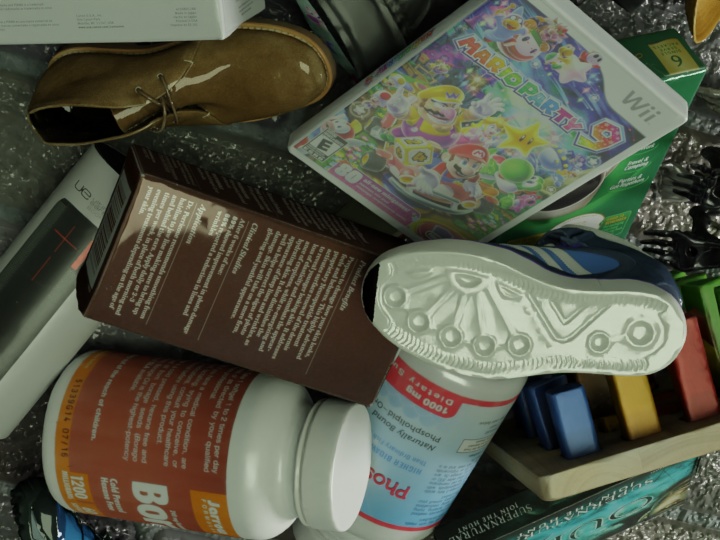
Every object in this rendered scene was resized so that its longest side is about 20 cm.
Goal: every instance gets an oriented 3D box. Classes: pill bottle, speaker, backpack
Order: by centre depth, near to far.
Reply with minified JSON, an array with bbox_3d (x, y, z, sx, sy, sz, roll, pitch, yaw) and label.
[{"bbox_3d":[0.025,-0.186,0.978,0.167,0.127,0.200,-40,115,2],"label":"backpack"},{"bbox_3d":[-0.204,0.012,1.025,0.081,0.081,0.200,38,98,-22],"label":"speaker"},{"bbox_3d":[-0.099,0.117,1.025,0.200,0.112,0.112,6,111,18],"label":"pill bottle"},{"bbox_3d":[0.028,0.120,1.088,0.109,0.109,0.200,18,118,-18],"label":"pill bottle"}]

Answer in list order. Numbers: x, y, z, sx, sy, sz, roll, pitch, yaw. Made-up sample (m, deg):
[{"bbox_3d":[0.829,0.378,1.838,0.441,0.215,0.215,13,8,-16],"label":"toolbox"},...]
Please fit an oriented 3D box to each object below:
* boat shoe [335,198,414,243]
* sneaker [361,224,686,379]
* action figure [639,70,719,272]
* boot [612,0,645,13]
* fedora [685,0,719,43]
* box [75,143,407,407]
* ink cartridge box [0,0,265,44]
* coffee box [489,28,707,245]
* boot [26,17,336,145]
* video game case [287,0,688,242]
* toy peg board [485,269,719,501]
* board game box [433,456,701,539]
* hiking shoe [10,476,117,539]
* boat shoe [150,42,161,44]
[{"bbox_3d":[0.000,0.000,1.070,0.200,0.071,0.063,-39,121,3],"label":"boat shoe"},{"bbox_3d":[0.101,0.013,0.974,0.200,0.146,0.081,7,104,0],"label":"sneaker"},{"bbox_3d":[0.257,-0.079,1.071,0.102,0.200,0.119,26,125,18],"label":"action figure"},{"bbox_3d":[0.183,-0.244,0.947,0.066,0.200,0.165,23,104,3],"label":"boot"},{"bbox_3d":[0.279,-0.229,0.986,0.082,0.201,0.201,25,105,18],"label":"fedora"},{"bbox_3d":[-0.067,0.003,0.974,0.200,0.075,0.100,20,104,-19],"label":"box"},{"bbox_3d":[-0.169,-0.226,0.901,0.200,0.084,0.176,2,113,15],"label":"ink cartridge box"},{"bbox_3d":[0.140,-0.067,1.027,0.123,0.044,0.200,-15,146,-22],"label":"coffee box"},{"bbox_3d":[-0.113,-0.107,0.957,0.200,0.075,0.074,-3,125,20],"label":"boot"},{"bbox_3d":[0.073,-0.086,0.928,0.143,0.018,0.200,35,133,-26],"label":"video game case"},{"bbox_3d":[0.187,0.069,1.080,0.199,0.200,0.098,-16,94,-6],"label":"toy peg board"},{"bbox_3d":[0.152,0.182,1.145,0.200,0.028,0.135,-23,154,-5],"label":"board game box"},{"bbox_3d":[-0.183,0.215,1.113,0.087,0.074,0.200,-29,123,-9],"label":"hiking shoe"},{"bbox_3d":[-0.110,-0.195,0.981,0.072,0.060,0.200,-13,111,-8],"label":"boat shoe"}]
